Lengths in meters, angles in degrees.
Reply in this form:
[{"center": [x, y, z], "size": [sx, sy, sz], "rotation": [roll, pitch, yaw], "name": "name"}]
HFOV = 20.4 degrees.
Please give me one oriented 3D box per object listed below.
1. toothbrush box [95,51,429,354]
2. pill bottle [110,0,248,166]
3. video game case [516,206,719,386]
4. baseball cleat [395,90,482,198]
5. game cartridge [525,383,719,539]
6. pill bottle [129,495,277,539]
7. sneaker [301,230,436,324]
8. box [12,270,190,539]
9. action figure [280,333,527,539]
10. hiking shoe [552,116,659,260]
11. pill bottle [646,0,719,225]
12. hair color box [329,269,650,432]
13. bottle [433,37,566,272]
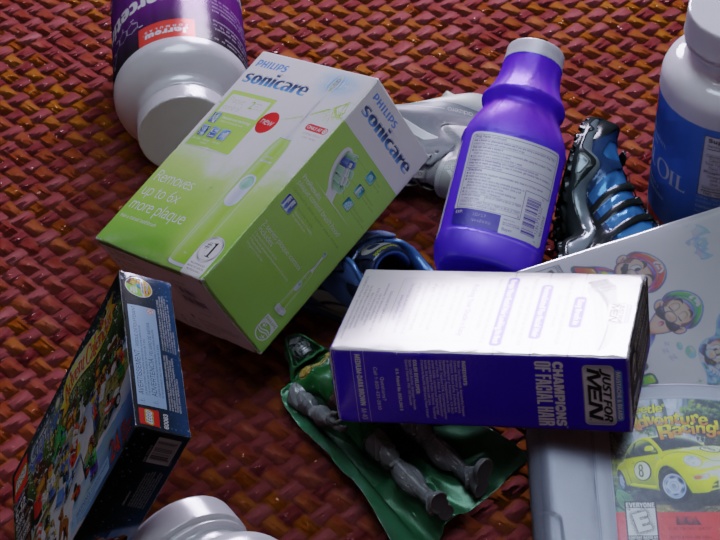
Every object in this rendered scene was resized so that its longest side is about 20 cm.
[{"center": [-0.072, -0.054, 1.461], "size": [0.200, 0.086, 0.145], "rotation": [-48, 37, -17], "name": "toothbrush box"}, {"center": [-0.149, -0.174, 1.645], "size": [0.112, 0.113, 0.201], "rotation": [-5, 42, -4], "name": "pill bottle"}, {"center": [0.228, 0.060, 1.410], "size": [0.181, 0.024, 0.201], "rotation": [-17, 62, -16], "name": "video game case"}, {"center": [0.032, -0.091, 1.584], "size": [0.199, 0.070, 0.107], "rotation": [-16, 44, -15], "name": "baseball cleat"}, {"center": [0.211, 0.141, 1.324], "size": [0.199, 0.041, 0.134], "rotation": [-1, 57, -3], "name": "game cartridge"}, {"center": [-0.063, 0.231, 1.204], "size": [0.112, 0.113, 0.200], "rotation": [-24, 48, -23], "name": "pill bottle"}, {"center": [0.000, 0.000, 1.477], "size": [0.200, 0.083, 0.074], "rotation": [31, 53, 31], "name": "sneaker"}, {"center": [-0.169, 0.119, 1.267], "size": [0.037, 0.200, 0.137], "rotation": [14, 37, -24], "name": "box"}, {"center": [0.008, 0.103, 1.390], "size": [0.118, 0.055, 0.200], "rotation": [-31, 46, -25], "name": "action figure"}, {"center": [0.192, -0.031, 1.524], "size": [0.086, 0.075, 0.201], "rotation": [9, 53, 1], "name": "hiking shoe"}, {"center": [0.278, -0.116, 1.510], "size": [0.111, 0.201, 0.113], "rotation": [-1, 42, 0], "name": "pill bottle"}, {"center": [0.090, 0.052, 1.340], "size": [0.199, 0.065, 0.109], "rotation": [0, 29, 16], "name": "hair color box"}, {"center": [0.114, -0.082, 1.528], "size": [0.083, 0.065, 0.201], "rotation": [15, 66, -2], "name": "bottle"}]
